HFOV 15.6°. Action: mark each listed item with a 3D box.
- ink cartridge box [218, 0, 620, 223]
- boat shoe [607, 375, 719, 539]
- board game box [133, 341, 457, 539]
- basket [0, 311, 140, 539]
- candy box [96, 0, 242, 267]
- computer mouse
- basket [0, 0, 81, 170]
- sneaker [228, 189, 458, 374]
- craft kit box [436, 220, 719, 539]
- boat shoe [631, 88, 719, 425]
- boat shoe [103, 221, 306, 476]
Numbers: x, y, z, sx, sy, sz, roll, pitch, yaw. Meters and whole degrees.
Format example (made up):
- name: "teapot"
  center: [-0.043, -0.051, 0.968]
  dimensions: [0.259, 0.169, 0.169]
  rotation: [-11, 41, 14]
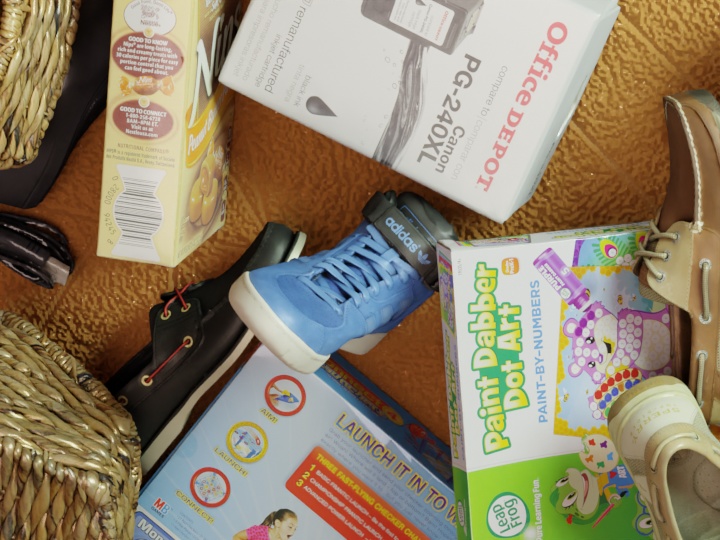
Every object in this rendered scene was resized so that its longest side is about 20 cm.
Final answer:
- name: "ink cartridge box"
  center: [0.037, -0.140, 1.583]
  dimensions: [0.199, 0.083, 0.146]
  rotation: [26, 109, 6]
- name: "boat shoe"
  center: [0.208, 0.145, 1.530]
  dimensions: [0.073, 0.063, 0.201]
  rotation: [-30, 127, 2]
- name: "board game box"
  center: [-0.035, 0.167, 1.695]
  dimensions: [0.200, 0.056, 0.196]
  rotation: [40, 109, 1]
- name: "basket"
  center: [-0.215, 0.153, 1.679]
  dimensions: [0.142, 0.149, 0.201]
  rotation: [20, 119, -6]
- name: "candy box"
  center: [-0.114, -0.114, 1.610]
  dimensions: [0.055, 0.115, 0.201]
  rotation: [9, 106, 10]
- name: "computer mouse"
  center: [-0.214, -0.094, 1.673]
  dimensions: [0.138, 0.053, 0.201]
  rotation: [31, 109, 5]
- name: "basket"
  center: [-0.264, -0.163, 1.577]
  dimensions: [0.142, 0.149, 0.201]
  rotation: [12, 95, 39]
- name: "sneaker"
  center: [-0.001, -0.001, 1.571]
  dimensions: [0.111, 0.200, 0.077]
  rotation: [-44, 75, 14]
- name: "craft kit box"
  center: [0.150, 0.072, 1.577]
  dimensions: [0.196, 0.049, 0.201]
  rotation: [-6, 100, -8]
- name: "boat shoe"
  center: [0.196, -0.001, 1.516]
  dimensions: [0.073, 0.076, 0.201]
  rotation: [-14, 101, -4]
- name: "boat shoe"
  center: [-0.107, 0.042, 1.671]
  dimensions: [0.063, 0.074, 0.202]
  rotation: [37, 114, -7]
